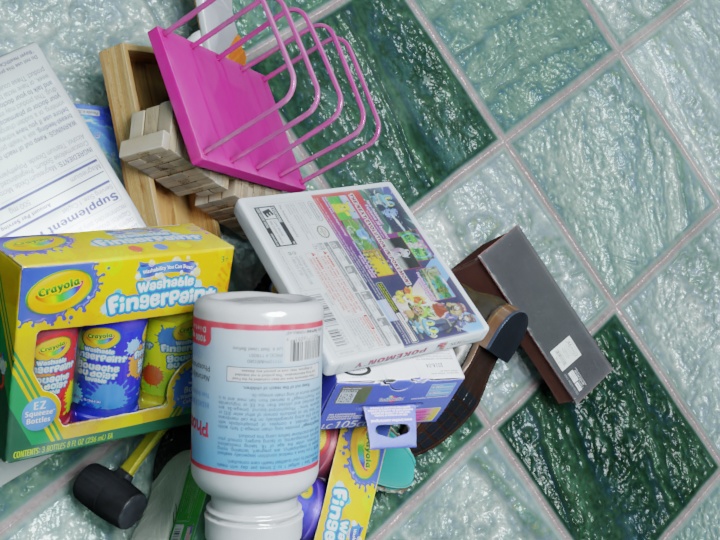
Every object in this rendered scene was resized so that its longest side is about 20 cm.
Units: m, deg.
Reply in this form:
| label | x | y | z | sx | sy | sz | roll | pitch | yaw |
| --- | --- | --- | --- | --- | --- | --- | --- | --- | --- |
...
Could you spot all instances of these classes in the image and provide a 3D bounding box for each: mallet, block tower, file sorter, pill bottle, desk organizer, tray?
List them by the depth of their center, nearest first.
| label | x | y | z | sx | sy | sz | roll | pitch | yaw |
| --- | --- | --- | --- | --- | --- | --- | --- | --- | --- |
| pill bottle | -0.087 | 0.122 | 0.909 | 0.108 | 0.109 | 0.202 | 0 | 95 | -27 |
| mallet | -0.182 | 0.153 | 1.036 | 0.066 | 0.041 | 0.200 | 34 | 72 | 26 |
| file sorter | -0.083 | -0.177 | 1.067 | 0.200 | 0.125 | 0.140 | 10 | 56 | -64 |
| block tower | -0.150 | -0.097 | 1.085 | 0.200 | 0.054 | 0.058 | 34 | 50 | -53 |
| tray | -0.199 | -0.120 | 1.096 | 0.098 | 0.037 | 0.202 | -10 | 88 | -61 |
| desk organizer | 0.194 | 0.057 | 1.263 | 0.072 | 0.077 | 0.201 | -36 | 94 | -29 |

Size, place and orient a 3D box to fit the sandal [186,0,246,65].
| label | x | y | z | sx | sy | sz | roll | pitch | yaw |
| --- | --- | --- | --- | --- | --- | --- | --- | --- | --- |
| sandal | -0.165 | -0.242 | 1.168 | 0.079 | 0.059 | 0.209 | -9 | 91 | -65 |

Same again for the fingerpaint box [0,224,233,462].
| label | x | y | z | sx | sy | sz | roll | pitch | yaw |
| --- | --- | --- | --- | --- | --- | --- | --- | --- | --- |
| fingerpaint box | -0.214 | 0.055 | 0.922 | 0.199 | 0.073 | 0.168 | -6 | 114 | -43 |

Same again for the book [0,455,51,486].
| label | x | y | z | sx | sy | sz | roll | pitch | yaw |
| --- | --- | --- | --- | --- | --- | --- | --- | --- | --- |
| book | -0.284 | 0.096 | 0.990 | 0.199 | 0.048 | 0.135 | -32 | 132 | -27 |

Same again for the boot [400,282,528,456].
| label | x | y | z | sx | sy | sz | roll | pitch | yaw |
| --- | --- | --- | --- | --- | --- | --- | --- | --- | --- |
| boot | 0.092 | 0.106 | 1.215 | 0.200 | 0.097 | 0.075 | -50 | 141 | -5 |

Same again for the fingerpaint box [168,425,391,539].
| label | x | y | z | sx | sy | sz | roll | pitch | yaw |
| --- | --- | --- | --- | --- | --- | --- | --- | --- | --- |
| fingerpaint box | -0.076 | 0.214 | 1.013 | 0.166 | 0.073 | 0.202 | 24 | 68 | -23 |

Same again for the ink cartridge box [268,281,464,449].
| label | x | y | z | sx | sy | sz | roll | pitch | yaw |
| --- | --- | --- | --- | --- | --- | --- | --- | --- | --- |
| ink cartridge box | 0.007 | 0.071 | 1.029 | 0.135 | 0.077 | 0.201 | 1 | 47 | -27 |

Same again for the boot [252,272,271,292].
| label | x | y | z | sx | sy | sz | roll | pitch | yaw |
| --- | --- | --- | --- | --- | --- | --- | --- | --- | --- |
| boot | -0.026 | 0.040 | 1.155 | 0.157 | 0.079 | 0.212 | 37 | 63 | -14 |

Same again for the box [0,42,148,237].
| label | x | y | z | sx | sy | sz | roll | pitch | yaw |
| --- | --- | --- | --- | --- | --- | --- | --- | --- | --- |
| box | -0.321 | -0.065 | 0.967 | 0.183 | 0.105 | 0.201 | -33 | 94 | -28 |

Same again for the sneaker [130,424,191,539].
| label | x | y | z | sx | sy | sz | roll | pitch | yaw |
| --- | --- | --- | --- | --- | --- | --- | --- | --- | --- |
| sneaker | -0.163 | 0.211 | 1.054 | 0.072 | 0.071 | 0.201 | 45 | 56 | -43 |

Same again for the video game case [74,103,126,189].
| label | x | y | z | sx | sy | sz | roll | pitch | yaw |
| --- | --- | --- | --- | --- | --- | --- | --- | --- | --- |
| video game case | -0.308 | -0.073 | 1.063 | 0.198 | 0.045 | 0.183 | 2 | 77 | -27 |

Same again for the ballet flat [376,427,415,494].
| label | x | y | z | sx | sy | sz | roll | pitch | yaw |
| --- | --- | --- | --- | --- | --- | --- | --- | --- | --- |
| ballet flat | -0.033 | 0.166 | 1.127 | 0.199 | 0.072 | 0.072 | 32 | 65 | -19 |

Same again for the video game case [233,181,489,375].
| label | x | y | z | sx | sy | sz | roll | pitch | yaw |
| --- | --- | --- | --- | --- | --- | --- | --- | --- | --- |
| video game case | 0.000 | 0.000 | 1.025 | 0.181 | 0.023 | 0.201 | -9 | 53 | -34 |
